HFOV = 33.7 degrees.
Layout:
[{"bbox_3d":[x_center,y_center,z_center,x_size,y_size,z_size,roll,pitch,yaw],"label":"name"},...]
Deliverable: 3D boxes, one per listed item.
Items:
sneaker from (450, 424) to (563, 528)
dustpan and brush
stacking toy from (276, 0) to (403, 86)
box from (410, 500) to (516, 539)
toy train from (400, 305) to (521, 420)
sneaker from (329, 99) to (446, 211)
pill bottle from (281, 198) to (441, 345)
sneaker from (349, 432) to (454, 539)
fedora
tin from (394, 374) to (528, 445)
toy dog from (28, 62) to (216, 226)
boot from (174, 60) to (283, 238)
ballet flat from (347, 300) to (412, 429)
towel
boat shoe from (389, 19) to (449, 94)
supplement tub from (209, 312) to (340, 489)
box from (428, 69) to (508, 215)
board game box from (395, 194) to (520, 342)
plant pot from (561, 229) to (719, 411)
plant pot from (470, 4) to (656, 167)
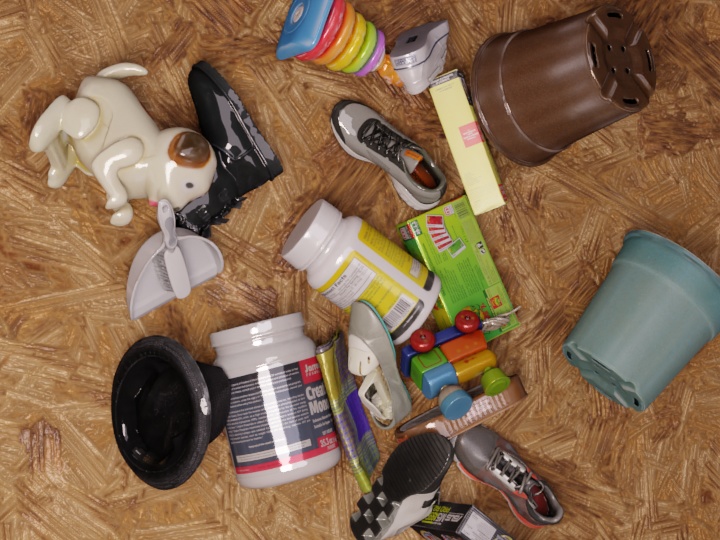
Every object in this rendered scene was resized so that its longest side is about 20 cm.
[{"bbox_3d":[0.212,0.281,1.659,0.200,0.082,0.077,41,71,-12],"label":"sneaker"},{"bbox_3d":[-0.236,-0.022,1.472,0.139,0.057,0.201,-30,138,-22],"label":"dustpan and brush"},{"bbox_3d":[-0.007,-0.310,1.649,0.199,0.116,0.111,25,78,-28],"label":"stacking toy"},{"bbox_3d":[0.177,0.384,1.591,0.200,0.160,0.044,40,70,-12],"label":"box"},{"bbox_3d":[0.163,0.117,1.584,0.198,0.085,0.116,-21,52,-20],"label":"toy train"},{"bbox_3d":[0.044,-0.169,1.652,0.200,0.079,0.074,40,72,-6],"label":"sneaker"},{"bbox_3d":[0.000,0.000,1.596,0.199,0.114,0.115,37,72,-13],"label":"pill bottle"},{"bbox_3d":[0.072,0.283,1.568,0.088,0.200,0.074,8,43,-41],"label":"sneaker"},{"bbox_3d":[-0.222,0.169,1.466,0.091,0.199,0.203,-8,86,-47],"label":"fedora"},{"bbox_3d":[0.137,0.194,1.625,0.199,0.112,0.042,-24,93,-23],"label":"tin"},{"bbox_3d":[-0.274,-0.145,1.472,0.198,0.140,0.195,25,61,8],"label":"toy dog"},{"bbox_3d":[-0.213,-0.154,1.561,0.162,0.073,0.199,-36,95,-15],"label":"boot"},{"bbox_3d":[0.017,0.132,1.573,0.064,0.067,0.201,-41,129,-27],"label":"ballet flat"},{"bbox_3d":[-0.014,0.180,1.558,0.023,0.144,0.202,-16,92,8],"label":"towel"},{"bbox_3d":[0.085,-0.296,1.655,0.200,0.073,0.066,-55,131,-58],"label":"boat shoe"},{"bbox_3d":[-0.111,0.165,1.518,0.139,0.140,0.202,-13,88,-22],"label":"supplement tub"},{"bbox_3d":[0.153,-0.181,1.693,0.050,0.075,0.202,-19,90,12],"label":"box"},{"bbox_3d":[0.138,0.007,1.683,0.101,0.048,0.202,-24,92,-21],"label":"board game box"},{"bbox_3d":[0.404,0.081,1.709,0.200,0.200,0.196,43,78,-11],"label":"plant pot"},{"bbox_3d":[0.292,-0.266,1.668,0.199,0.197,0.203,10,75,-38],"label":"plant pot"}]
